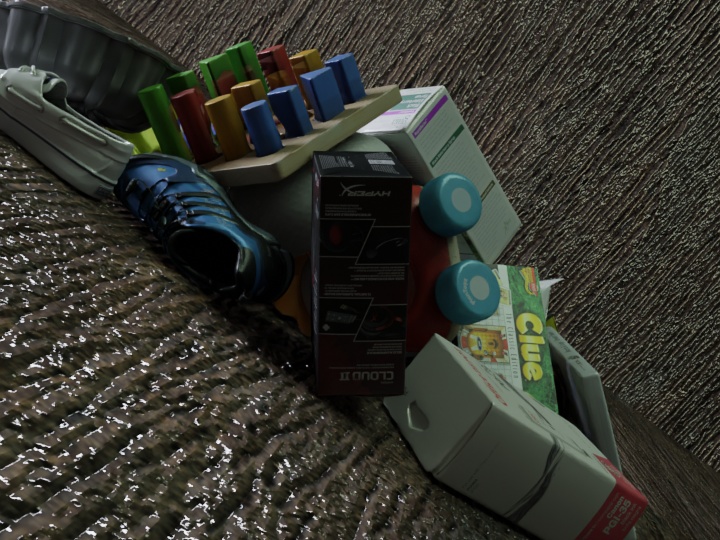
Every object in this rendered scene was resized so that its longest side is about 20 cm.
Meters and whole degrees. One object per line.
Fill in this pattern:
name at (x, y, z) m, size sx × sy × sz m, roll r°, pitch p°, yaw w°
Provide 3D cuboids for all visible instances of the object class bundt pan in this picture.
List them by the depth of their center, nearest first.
bundt pan at (-0.284, -0.198, 1.014) m, size 0.202 × 0.076 × 0.202 m, roll 17°, pitch -4°, yaw 1°

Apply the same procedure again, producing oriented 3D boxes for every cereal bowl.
cereal bowl at (-0.059, -0.086, 1.001) m, size 0.200 × 0.200 × 0.083 m, roll -120°, pitch -176°, yaw -73°

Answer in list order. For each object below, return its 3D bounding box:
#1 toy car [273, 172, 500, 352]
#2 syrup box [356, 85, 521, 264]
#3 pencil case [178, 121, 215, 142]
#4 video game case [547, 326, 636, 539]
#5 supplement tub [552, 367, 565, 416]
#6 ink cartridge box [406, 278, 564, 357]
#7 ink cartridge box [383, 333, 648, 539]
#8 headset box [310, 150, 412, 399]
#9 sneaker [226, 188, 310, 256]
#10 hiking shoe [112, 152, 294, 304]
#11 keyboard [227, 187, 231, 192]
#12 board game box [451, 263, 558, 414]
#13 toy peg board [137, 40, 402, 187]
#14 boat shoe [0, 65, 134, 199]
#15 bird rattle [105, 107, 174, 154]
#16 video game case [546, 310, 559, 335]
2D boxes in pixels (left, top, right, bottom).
toy car at (0.000, 0.000, 0.991) m, size 0.200 × 0.177 × 0.184 m, roll -3°, pitch -12°, yaw -35°
syrup box at (0.089, -0.100, 1.087) m, size 0.079 × 0.081 × 0.200 m, roll 6°, pitch -42°, yaw 49°
pencil case at (-0.185, -0.145, 1.308) m, size 0.200 × 0.078 × 0.087 m, roll 37°, pitch -22°, yaw 5°
video game case at (0.253, 0.180, 1.121) m, size 0.182 × 0.024 × 0.200 m, roll -110°, pitch -175°, yaw -77°
supplement tub at (0.169, 0.127, 1.183) m, size 0.107 × 0.107 × 0.200 m, roll 36°, pitch 6°, yaw -11°
ink cartridge box at (0.149, 0.056, 1.199) m, size 0.162 × 0.050 × 0.200 m, roll -7°, pitch 5°, yaw 28°
ink cartridge box at (0.135, 0.160, 0.885) m, size 0.200 × 0.083 × 0.147 m, roll 34°, pitch 8°, yaw -25°
headset box at (-0.003, 0.007, 0.837) m, size 0.075 × 0.200 × 0.149 m, roll 0°, pitch 15°, yaw -5°
sneaker at (-0.090, -0.073, 1.172) m, size 0.200 × 0.112 × 0.078 m, roll 34°, pitch 7°, yaw -21°
hiking shoe at (-0.148, -0.044, 0.861) m, size 0.200 × 0.074 × 0.087 m, roll 34°, pitch 14°, yaw 17°
keyboard at (-0.073, -0.046, 1.134) m, size 0.200 × 0.127 × 0.021 m, roll 28°, pitch -23°, yaw -37°
board game box at (0.147, 0.084, 1.034) m, size 0.105 × 0.023 × 0.200 m, roll 5°, pitch 60°, yaw -15°
toy peg board at (-0.103, -0.163, 0.966) m, size 0.199 × 0.200 × 0.098 m, roll -2°, pitch -62°, yaw 41°
boat shoe at (-0.286, -0.146, 0.875) m, size 0.200 × 0.065 × 0.074 m, roll 37°, pitch 7°, yaw 1°
bird rattle at (-0.299, -0.199, 1.197) m, size 0.200 × 0.113 × 0.163 m, roll 25°, pitch -7°, yaw 12°
video game case at (0.210, 0.112, 1.307) m, size 0.200 × 0.025 × 0.181 m, roll 26°, pitch -39°, yaw 61°
